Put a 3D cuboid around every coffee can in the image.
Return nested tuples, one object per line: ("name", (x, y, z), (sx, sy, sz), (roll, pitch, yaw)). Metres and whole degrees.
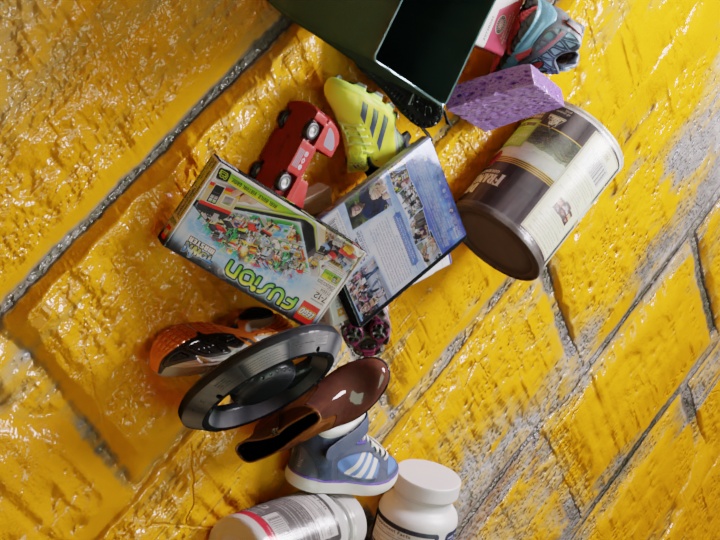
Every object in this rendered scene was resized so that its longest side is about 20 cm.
("coffee can", (0.233, -0.107, 1.931), (0.200, 0.146, 0.146), (-50, 142, -18))

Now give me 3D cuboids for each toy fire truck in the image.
("toy fire truck", (-0.073, -0.079, 1.654), (0.141, 0.049, 0.200), (33, 84, -54))

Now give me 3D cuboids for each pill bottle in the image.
("pill bottle", (-0.087, 0.340, 1.841), (0.200, 0.111, 0.111), (-10, 119, -47))
("pill bottle", (0.073, 0.375, 2.053), (0.116, 0.116, 0.200), (-6, 116, -49))

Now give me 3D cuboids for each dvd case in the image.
("dvd case", (0.036, -0.046, 1.685), (0.200, 0.018, 0.143), (-39, 120, -32))

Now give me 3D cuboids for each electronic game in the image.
("electronic game", (-0.110, 0.119, 1.615), (0.200, 0.042, 0.200), (-26, 161, -10))

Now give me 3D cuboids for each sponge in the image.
("sponge", (0.179, -0.211, 1.792), (0.200, 0.111, 0.030), (8, 67, -71))

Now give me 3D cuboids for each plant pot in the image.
("plant pot", (0.007, -0.283, 1.500), (0.141, 0.200, 0.141), (24, 92, -55))

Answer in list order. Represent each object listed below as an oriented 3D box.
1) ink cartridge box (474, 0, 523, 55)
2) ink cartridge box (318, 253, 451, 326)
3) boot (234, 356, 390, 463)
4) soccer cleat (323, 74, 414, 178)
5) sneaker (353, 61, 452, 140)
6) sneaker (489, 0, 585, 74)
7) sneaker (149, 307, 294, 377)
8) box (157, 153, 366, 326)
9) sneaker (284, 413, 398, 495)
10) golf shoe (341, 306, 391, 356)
("ink cartridge box", (0.109, -0.347, 1.683), (0.200, 0.084, 0.145), (10, 103, -53))
("ink cartridge box", (0.021, -0.016, 1.709), (0.200, 0.037, 0.095), (-26, 113, -34))
("boot", (-0.052, 0.158, 1.699), (0.188, 0.069, 0.200), (-23, 175, 1))
("soccer cleat", (0.004, -0.154, 1.680), (0.084, 0.065, 0.200), (-56, 149, -7))
("sneaker", (0.043, -0.229, 1.692), (0.060, 0.104, 0.200), (-36, 107, 8))
("sneaker", (0.219, -0.261, 1.801), (0.200, 0.095, 0.079), (127, -18, -74))
("sneaker", (-0.158, 0.107, 1.647), (0.200, 0.076, 0.092), (-10, 124, -46))
("box", (-0.105, -0.028, 1.568), (0.200, 0.035, 0.110), (31, 97, -26))
("sneaker", (-0.003, 0.211, 1.889), (0.200, 0.081, 0.147), (5, 111, -46))
("golf shoe", (0.000, 0.000, 1.790), (0.092, 0.073, 0.200), (-89, 178, -74))
